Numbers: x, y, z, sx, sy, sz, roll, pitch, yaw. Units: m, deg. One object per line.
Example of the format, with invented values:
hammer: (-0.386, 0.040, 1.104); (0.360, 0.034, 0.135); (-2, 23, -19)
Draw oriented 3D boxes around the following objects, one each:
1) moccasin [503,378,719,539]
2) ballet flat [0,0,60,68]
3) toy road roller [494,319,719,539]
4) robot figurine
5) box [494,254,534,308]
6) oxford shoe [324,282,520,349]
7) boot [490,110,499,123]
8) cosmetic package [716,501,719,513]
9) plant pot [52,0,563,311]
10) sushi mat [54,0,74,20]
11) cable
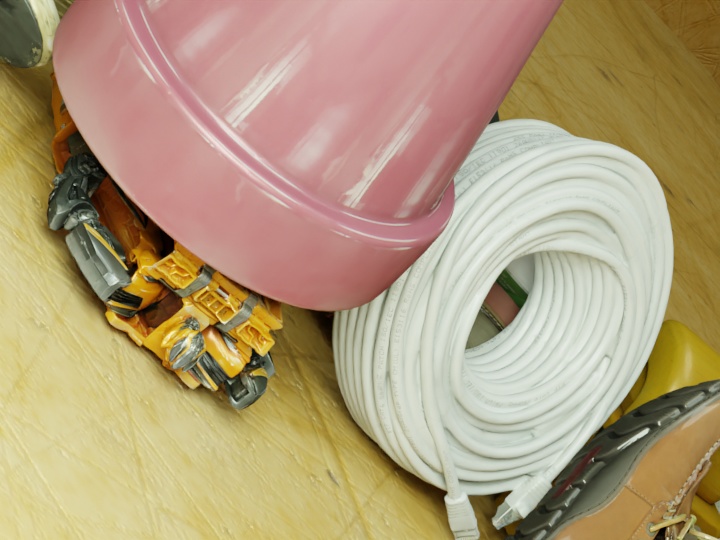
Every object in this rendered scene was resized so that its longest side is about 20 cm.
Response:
moccasin: (0.143, 0.130, 1.347); (0.078, 0.074, 0.201); (53, 55, -10)
ballet flat: (-0.194, -0.178, 1.243); (0.057, 0.066, 0.200); (-13, 60, -43)
toy road roller: (0.162, 0.120, 1.463); (0.123, 0.146, 0.200); (38, 20, -33)
robot figurine: (-0.091, -0.024, 1.214); (0.145, 0.058, 0.200); (41, 17, -34)
box: (0.026, -0.042, 1.491); (0.144, 0.036, 0.200); (47, -14, -20)
oxford shoe: (0.000, 0.000, 1.429); (0.200, 0.070, 0.075); (37, 52, 2)
boot: (0.048, -0.091, 1.603); (0.200, 0.069, 0.174); (60, 1, -28)
cosmetic package: (0.218, 0.188, 1.638); (0.200, 0.071, 0.105); (44, 16, -29)
plant pot: (-0.008, -0.111, 1.164); (0.200, 0.179, 0.200); (34, 28, -21)
sushi mat: (-0.107, -0.109, 1.303); (0.200, 0.012, 0.096); (37, -21, -13)
cable: (0.077, 0.019, 1.351); (0.069, 0.200, 0.200); (33, -20, 45)
